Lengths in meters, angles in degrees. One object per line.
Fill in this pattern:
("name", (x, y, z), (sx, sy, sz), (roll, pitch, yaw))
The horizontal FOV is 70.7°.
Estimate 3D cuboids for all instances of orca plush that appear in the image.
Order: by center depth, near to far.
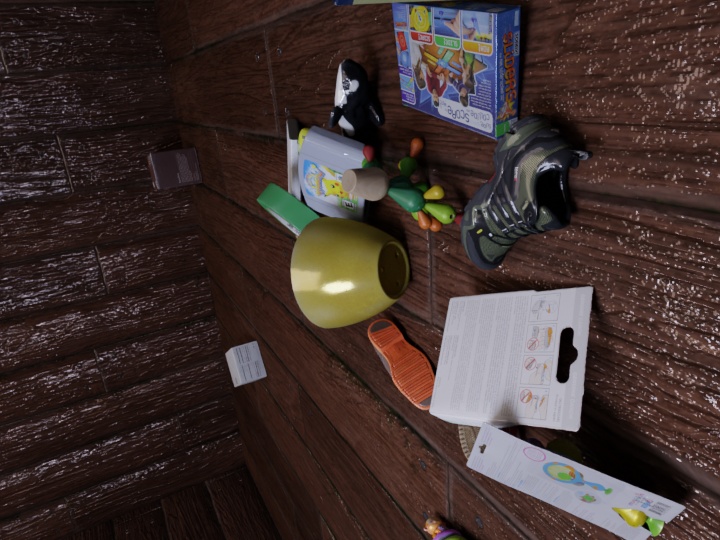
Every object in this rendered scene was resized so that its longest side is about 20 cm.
("orca plush", (0.000, -0.245, 0.846), (0.071, 0.105, 0.201), (25, 130, 19))

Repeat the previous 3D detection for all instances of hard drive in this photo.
("hard drive", (-0.153, -0.230, 1.176), (0.132, 0.027, 0.201), (-106, 16, -53))

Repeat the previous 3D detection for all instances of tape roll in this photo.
("tape roll", (-0.124, -0.102, 1.066), (0.200, 0.048, 0.200), (38, 175, 4))

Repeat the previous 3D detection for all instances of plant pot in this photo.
("plant pot", (0.000, 0.000, 0.875), (0.142, 0.200, 0.201), (-4, 102, 36))

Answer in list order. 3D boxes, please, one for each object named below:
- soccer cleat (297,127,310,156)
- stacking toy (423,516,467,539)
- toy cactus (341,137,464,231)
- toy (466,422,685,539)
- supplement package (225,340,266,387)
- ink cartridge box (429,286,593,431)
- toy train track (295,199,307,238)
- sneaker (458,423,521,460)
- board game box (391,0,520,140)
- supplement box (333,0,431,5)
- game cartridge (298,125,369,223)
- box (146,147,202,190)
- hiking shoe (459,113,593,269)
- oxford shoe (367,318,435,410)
("soccer cleat", (-0.071, -0.214, 1.040), (0.084, 0.065, 0.201), (-31, 69, 33))
("stacking toy", (0.166, 0.512, 0.908), (0.200, 0.116, 0.110), (-134, 36, -69))
("toy cactus", (0.050, -0.125, 0.715), (0.200, 0.165, 0.102), (52, 126, 32))
("toy", (0.228, 0.222, 0.563), (0.199, 0.047, 0.115), (22, 140, 19))
("supplement package", (-0.490, 0.400, 2.161), (0.200, 0.111, 0.156), (-36, 70, 64))
("ink cartridge box", (0.182, 0.106, 0.607), (0.200, 0.050, 0.162), (-9, 59, 47))
("toy train track", (-0.122, -0.106, 1.224), (0.115, 0.032, 0.201), (-127, 38, -52))
("sneaker", (0.176, 0.178, 0.712), (0.112, 0.071, 0.201), (45, -139, -49))
("board game box", (0.111, -0.253, 0.622), (0.200, 0.034, 0.136), (44, 151, 48))
("supplement box", (0.042, -0.399, 0.516), (0.201, 0.199, 0.134), (66, 155, 18))
("game cartridge", (-0.045, -0.159, 0.902), (0.133, 0.041, 0.200), (26, 151, 13))
("box", (-0.855, -0.466, 2.336), (0.166, 0.199, 0.165), (15, 117, 61))
("hiking shoe", (0.177, -0.064, 0.568), (0.101, 0.075, 0.200), (57, 149, 39))
("oxford shoe", (0.083, 0.177, 0.928), (0.200, 0.071, 0.073), (57, 170, 41))
